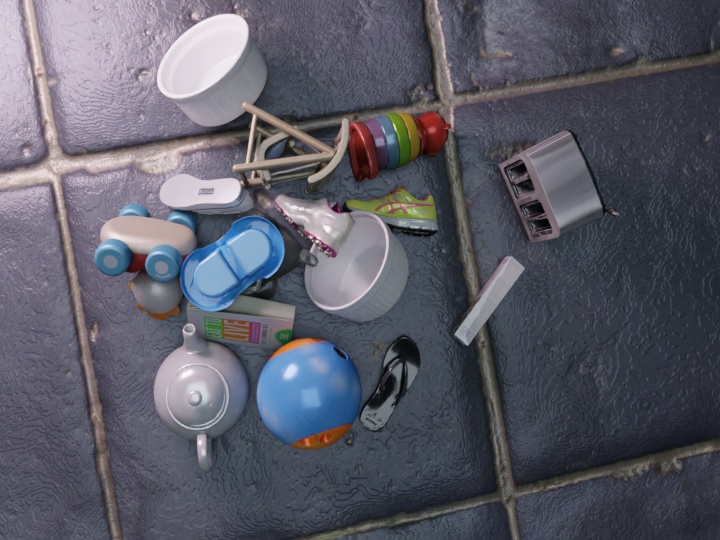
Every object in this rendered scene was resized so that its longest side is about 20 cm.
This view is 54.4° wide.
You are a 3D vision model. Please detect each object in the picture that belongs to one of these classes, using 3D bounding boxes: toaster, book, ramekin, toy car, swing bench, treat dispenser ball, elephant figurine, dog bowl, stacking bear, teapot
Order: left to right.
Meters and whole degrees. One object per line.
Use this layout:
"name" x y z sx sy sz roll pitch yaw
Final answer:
"toy car" -0.398 0.009 1.316 0.172 0.185 0.204 7 117 -6
"teapot" -0.301 0.234 1.313 0.199 0.146 0.199 39 86 -6
"ramekin" -0.269 -0.366 1.301 0.196 0.098 0.204 -14 54 20
"dog bowl" -0.226 -0.014 1.247 0.198 0.050 0.113 -35 96 -2
"book" -0.227 0.099 1.335 0.195 0.135 0.049 9 55 -6
"elephant figurine" -0.211 -0.003 1.347 0.141 0.155 0.201 33 97 -37
"swing bench" -0.127 -0.216 1.310 0.195 0.199 0.133 9 89 -6
"treat dispenser ball" -0.095 0.230 1.308 0.195 0.201 0.206 0 90 -6
"ramekin" 0.000 0.000 1.328 0.105 0.199 0.203 34 85 -45
"stacking bear" 0.083 -0.257 1.385 0.196 0.121 0.116 -16 99 -16
"toaster" 0.376 -0.160 1.369 0.117 0.200 0.184 -25 93 -10

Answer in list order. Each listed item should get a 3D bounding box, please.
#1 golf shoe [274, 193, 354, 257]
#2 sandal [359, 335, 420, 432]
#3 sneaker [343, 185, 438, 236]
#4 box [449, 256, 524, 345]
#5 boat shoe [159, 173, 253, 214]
"golf shoe" -0.087 -0.104 1.342 0.092 0.075 0.199 -48 54 -6
"sandal" 0.066 0.232 1.406 0.075 0.043 0.204 24 87 -6
"sneaker" 0.061 -0.126 1.400 0.195 0.078 0.093 8 80 -12
"box" 0.259 0.062 1.432 0.041 0.039 0.202 37 86 -6
"boat shoe" -0.294 -0.140 1.340 0.195 0.066 0.074 0 66 24
